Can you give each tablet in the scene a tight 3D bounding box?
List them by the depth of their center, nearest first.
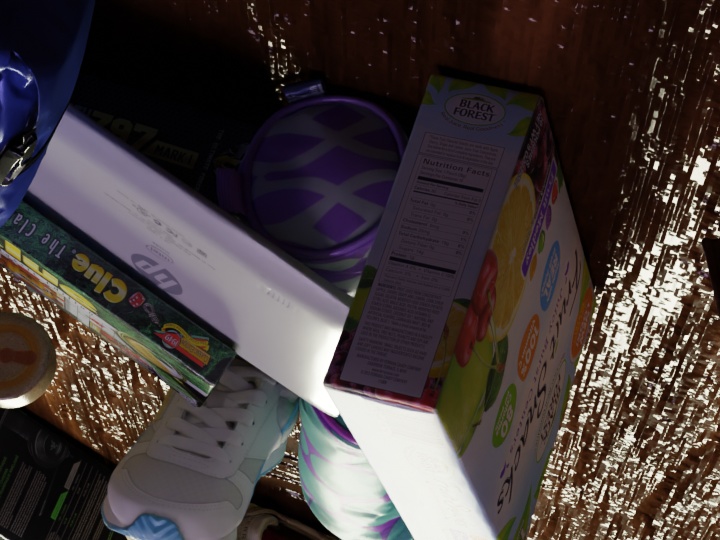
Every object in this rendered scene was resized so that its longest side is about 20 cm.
[{"bbox_3d":[-0.084,-0.010,0.952,0.200,0.014,0.130,35,158,6],"label":"tablet"}]

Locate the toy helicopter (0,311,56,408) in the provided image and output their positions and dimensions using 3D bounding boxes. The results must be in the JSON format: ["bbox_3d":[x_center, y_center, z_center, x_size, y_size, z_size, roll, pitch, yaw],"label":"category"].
[{"bbox_3d":[-0.238,0.006,1.109,0.200,0.132,0.079,38,166,20],"label":"toy helicopter"}]

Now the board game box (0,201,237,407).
[{"bbox_3d":[-0.148,-0.005,1.026,0.200,0.023,0.105,35,166,-1],"label":"board game box"}]

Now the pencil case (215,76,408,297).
[{"bbox_3d":[0.000,0.000,0.988,0.085,0.084,0.200,-18,150,5],"label":"pencil case"}]

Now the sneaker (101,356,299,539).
[{"bbox_3d":[-0.081,0.085,1.157,0.076,0.081,0.200,17,-158,6],"label":"sneaker"}]

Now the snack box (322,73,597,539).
[{"bbox_3d":[0.049,0.029,0.931,0.053,0.142,0.200,13,158,19],"label":"snack box"}]

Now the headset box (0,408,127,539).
[{"bbox_3d":[-0.282,0.177,1.707,0.174,0.093,0.200,0,151,46],"label":"headset box"}]

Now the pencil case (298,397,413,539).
[{"bbox_3d":[0.011,0.088,1.203,0.092,0.085,0.200,18,159,7],"label":"pencil case"}]

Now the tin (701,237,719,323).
[{"bbox_3d":[0.178,0.058,0.924,0.042,0.112,0.200,-10,152,11],"label":"tin"}]

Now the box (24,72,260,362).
[{"bbox_3d":[-0.105,-0.025,1.080,0.158,0.051,0.200,18,159,13],"label":"box"}]

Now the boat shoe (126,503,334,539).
[{"bbox_3d":[-0.077,0.203,1.619,0.200,0.074,0.069,20,148,-1],"label":"boat shoe"}]

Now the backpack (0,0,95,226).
[{"bbox_3d":[-0.192,-0.081,0.813,0.168,0.163,0.200,25,146,-6],"label":"backpack"}]
